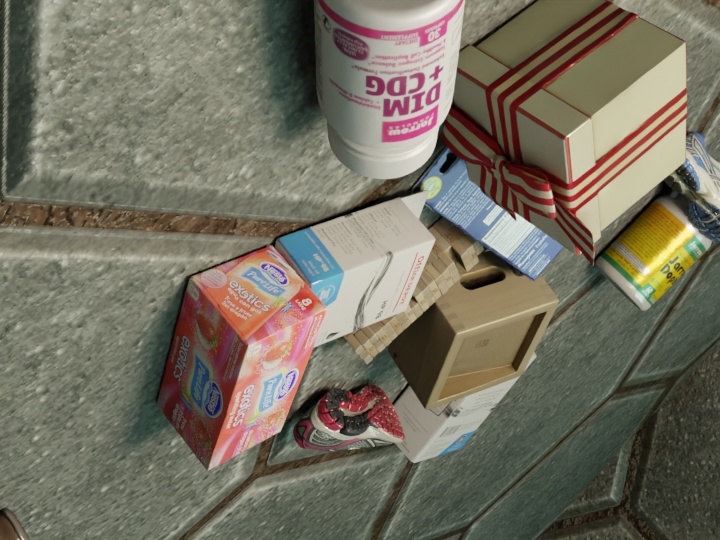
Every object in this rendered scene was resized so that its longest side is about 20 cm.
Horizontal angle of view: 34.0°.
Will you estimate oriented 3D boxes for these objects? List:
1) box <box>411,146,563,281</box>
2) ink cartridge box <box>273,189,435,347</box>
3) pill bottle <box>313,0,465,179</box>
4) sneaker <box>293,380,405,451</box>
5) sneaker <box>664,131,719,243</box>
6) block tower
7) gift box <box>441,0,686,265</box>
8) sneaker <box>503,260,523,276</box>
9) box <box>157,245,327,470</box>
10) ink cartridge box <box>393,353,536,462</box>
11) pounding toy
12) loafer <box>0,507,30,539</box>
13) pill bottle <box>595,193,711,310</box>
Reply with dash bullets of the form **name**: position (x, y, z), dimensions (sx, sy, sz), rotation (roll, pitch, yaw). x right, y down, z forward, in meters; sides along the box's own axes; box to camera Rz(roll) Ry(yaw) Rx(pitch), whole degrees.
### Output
- **box**: position (0.158, -0.085, 1.293), dimensions (0.199, 0.032, 0.121), rotation (32, 106, -29)
- **ink cartridge box**: position (0.000, 0.000, 1.210), dimensions (0.199, 0.067, 0.116), rotation (-20, 147, -33)
- **pill bottle**: position (0.020, -0.169, 0.924), dimensions (0.113, 0.113, 0.201), rotation (-34, 155, -19)
- **sneaker**: position (-0.012, 0.196, 1.530), dimensions (0.074, 0.081, 0.199), rotation (-37, 152, 23)
- **sneaker**: position (0.522, -0.122, 1.737), dimensions (0.085, 0.077, 0.200), rotation (-49, 116, -20)
- **block tower**: position (0.052, 0.022, 1.359), dimensions (0.200, 0.058, 0.054), rotation (-41, 155, -3)
- **gift box**: position (0.202, -0.131, 1.146), dimensions (0.186, 0.184, 0.201), rotation (-36, 136, -17)
- **sneaker**: position (0.188, -0.068, 1.369), dimensions (0.070, 0.099, 0.201), rotation (-33, 153, -16)
- **box**: position (-0.118, 0.087, 1.150), dimensions (0.102, 0.095, 0.201), rotation (-24, 150, -38)
- **ink cartridge box**: position (0.143, 0.174, 1.710), dimensions (0.146, 0.086, 0.201), rotation (-2, 132, -57)
- **pounding toy**: position (0.144, 0.058, 1.499), dimensions (0.199, 0.143, 0.185), rotation (-16, 145, -27)
- **loafer**: position (-0.374, 0.311, 1.142), dimensions (0.071, 0.073, 0.201), rotation (-14, 143, -50)
- **pill bottle**: position (0.472, -0.044, 1.836), dimensions (0.200, 0.113, 0.113), rotation (-46, 156, 5)
